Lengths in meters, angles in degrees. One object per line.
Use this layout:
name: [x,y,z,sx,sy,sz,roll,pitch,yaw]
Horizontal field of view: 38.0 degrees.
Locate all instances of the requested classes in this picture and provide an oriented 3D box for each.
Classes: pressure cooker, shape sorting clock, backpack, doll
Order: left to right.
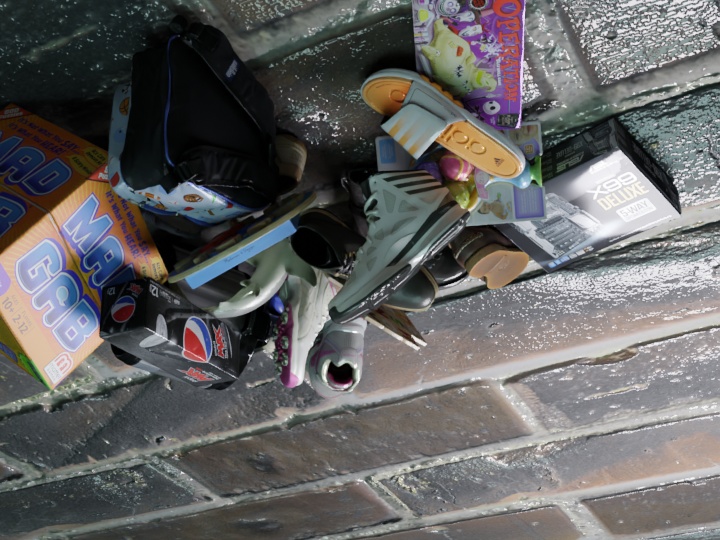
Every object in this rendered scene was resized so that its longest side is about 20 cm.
pressure cooker: [-0.225,0.070,1.436,0.198,0.176,0.180,22,110,-28]
backpack: [-0.179,-0.138,1.153,0.152,0.203,0.189,-13,154,37]
shape sorting clock: [-0.138,-0.042,1.209,0.198,0.200,0.040,-22,106,30]
doll: [-0.112,0.065,1.536,0.134,0.049,0.200,8,150,-16]

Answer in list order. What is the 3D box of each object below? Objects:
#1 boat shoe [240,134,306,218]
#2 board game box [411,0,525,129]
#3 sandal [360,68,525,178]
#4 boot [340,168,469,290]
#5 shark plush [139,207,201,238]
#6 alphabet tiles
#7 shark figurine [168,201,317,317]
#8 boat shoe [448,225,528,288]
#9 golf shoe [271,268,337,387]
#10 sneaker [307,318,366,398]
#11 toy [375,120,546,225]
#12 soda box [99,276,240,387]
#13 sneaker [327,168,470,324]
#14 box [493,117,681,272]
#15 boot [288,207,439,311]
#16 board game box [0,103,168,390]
boat shoe: [-0.155,-0.103,1.294,0.198,0.065,0.071,-23,137,31]
board game box: [0.118,-0.230,1.134,0.118,0.033,0.201,-5,143,4]
sandal: [0.089,-0.149,1.154,0.205,0.060,0.079,29,148,-5]
boot: [0.063,-0.056,1.339,0.196,0.070,0.175,9,144,-4]
shark plush: [-0.297,-0.080,1.311,0.196,0.092,0.084,-2,131,14]
alphabet tiles: [0.006,0.029,1.371,0.166,0.200,0.008,33,103,-35]
shark figurine: [-0.143,0.025,1.325,0.128,0.214,0.090,44,156,11]
boat shoe: [0.164,-0.027,1.354,0.070,0.071,0.200,-42,159,9]
golf shoe: [-0.070,0.058,1.399,0.090,0.203,0.075,9,159,-21]
sneaker: [-0.041,0.152,1.615,0.080,0.089,0.201,7,144,-5]
toy: [0.118,-0.108,1.230,0.196,0.117,0.047,-5,-172,7]
soda box: [-0.221,0.077,1.242,0.070,0.064,0.200,-12,154,23]
sneaker: [0.019,-0.037,1.199,0.200,0.116,0.076,-41,168,-5]
box: [0.272,-0.088,1.295,0.198,0.050,0.157,-25,136,34]
boot: [0.000,0.000,1.261,0.198,0.138,0.078,26,100,0]
board game box: [-0.383,-0.031,1.214,0.198,0.200,0.202,26,149,32]
